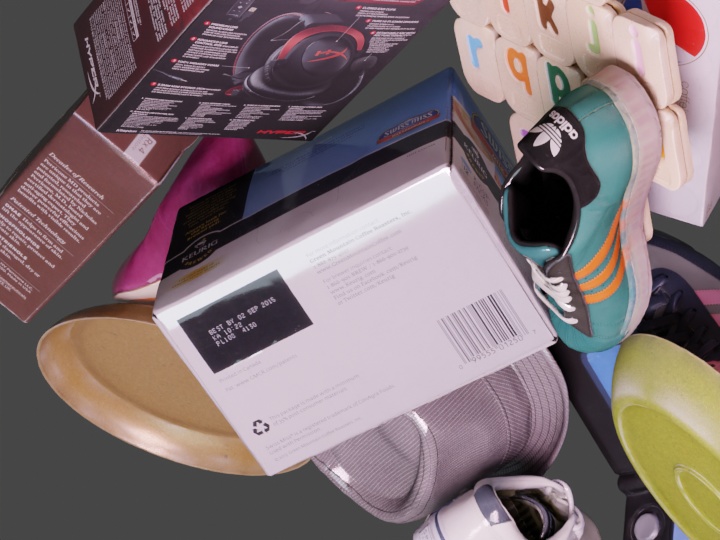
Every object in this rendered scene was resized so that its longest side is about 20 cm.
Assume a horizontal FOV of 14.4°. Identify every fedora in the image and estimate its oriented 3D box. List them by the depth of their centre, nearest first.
[{"bbox_3d":[0.030,0.091,1.789,0.177,0.090,0.200,48,146,-6],"label":"fedora"}]

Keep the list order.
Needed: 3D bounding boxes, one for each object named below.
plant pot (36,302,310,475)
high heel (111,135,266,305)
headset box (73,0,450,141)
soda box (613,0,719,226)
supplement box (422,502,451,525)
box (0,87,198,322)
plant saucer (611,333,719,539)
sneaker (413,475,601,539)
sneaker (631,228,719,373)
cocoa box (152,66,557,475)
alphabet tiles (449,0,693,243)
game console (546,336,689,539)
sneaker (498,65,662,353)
[{"bbox_3d":[-0.119,0.076,1.908,0.199,0.028,0.200,15,152,8],"label":"plant pot"},{"bbox_3d":[-0.113,-0.034,1.830,0.067,0.097,0.200,2,167,-20],"label":"high heel"},{"bbox_3d":[-0.048,-0.152,1.582,0.148,0.075,0.200,0,154,-33],"label":"headset box"},{"bbox_3d":[0.172,-0.123,1.533,0.068,0.064,0.201,18,138,18],"label":"soda box"},{"bbox_3d":[0.091,0.289,1.875,0.199,0.200,0.135,26,136,8],"label":"supplement box"},{"bbox_3d":[-0.173,-0.059,1.792,0.075,0.100,0.200,41,138,-9],"label":"box"},{"bbox_3d":[0.205,0.123,1.602,0.200,0.031,0.200,45,164,16],"label":"plant saucer"},{"bbox_3d":[0.112,0.166,1.780,0.071,0.200,0.073,-37,72,23],"label":"sneaker"},{"bbox_3d":[0.200,0.048,1.628,0.200,0.082,0.070,44,105,17],"label":"sneaker"},{"bbox_3d":[0.000,0.000,1.661,0.199,0.131,0.134,-26,114,17],"label":"cocoa box"},{"bbox_3d":[0.110,-0.115,1.542,0.200,0.015,0.197,32,143,51],"label":"alphabet tiles"},{"bbox_3d":[0.210,0.124,1.712,0.199,0.177,0.116,-15,148,42],"label":"game console"},{"bbox_3d":[0.108,-0.021,1.526,0.071,0.080,0.201,46,153,34],"label":"sneaker"}]
